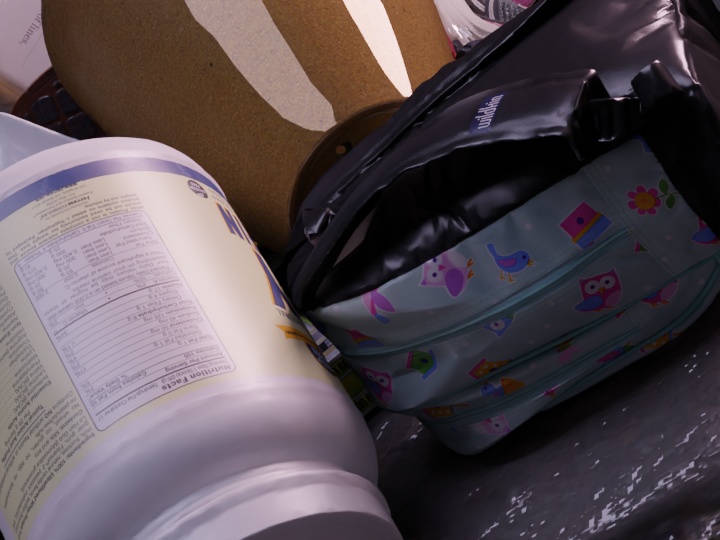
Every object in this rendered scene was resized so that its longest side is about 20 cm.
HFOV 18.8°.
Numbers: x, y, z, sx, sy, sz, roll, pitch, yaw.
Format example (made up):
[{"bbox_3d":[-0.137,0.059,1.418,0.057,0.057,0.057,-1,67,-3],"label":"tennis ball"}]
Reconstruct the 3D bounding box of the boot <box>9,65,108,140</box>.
[{"bbox_3d":[-0.103,-0.116,1.244,0.199,0.075,0.097,-23,8,3],"label":"boot"}]

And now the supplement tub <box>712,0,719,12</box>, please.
[{"bbox_3d":[0.174,-0.189,0.974,0.132,0.132,0.200,-33,23,25],"label":"supplement tub"}]

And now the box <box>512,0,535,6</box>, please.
[{"bbox_3d":[0.050,-0.215,1.284,0.176,0.097,0.200,-46,21,-5],"label":"box"}]

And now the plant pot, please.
[{"bbox_3d":[-0.030,-0.090,1.017,0.186,0.186,0.200,-42,43,4],"label":"plant pot"}]

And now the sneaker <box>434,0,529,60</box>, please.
[{"bbox_3d":[0.080,-0.093,1.058,0.074,0.081,0.200,-15,22,-6],"label":"sneaker"}]

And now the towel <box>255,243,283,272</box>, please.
[{"bbox_3d":[-0.122,0.039,1.074,0.199,0.023,0.153,-31,7,30],"label":"towel"}]

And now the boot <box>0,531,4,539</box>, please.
[{"bbox_3d":[-0.132,0.093,1.085,0.200,0.074,0.155,-38,15,0],"label":"boot"}]

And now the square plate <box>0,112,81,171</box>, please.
[{"bbox_3d":[-0.196,0.018,1.081,0.201,0.028,0.198,-56,31,-9],"label":"square plate"}]

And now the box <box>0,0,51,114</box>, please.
[{"bbox_3d":[-0.176,-0.178,1.357,0.201,0.130,0.199,-61,23,-11],"label":"box"}]

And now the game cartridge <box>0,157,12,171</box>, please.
[{"bbox_3d":[-0.231,0.019,1.236,0.176,0.032,0.201,34,112,48],"label":"game cartridge"}]

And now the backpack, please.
[{"bbox_3d":[0.067,-0.022,0.866,0.200,0.127,0.167,-35,18,20],"label":"backpack"}]

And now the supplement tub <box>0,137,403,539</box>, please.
[{"bbox_3d":[-0.081,0.061,0.858,0.145,0.145,0.200,-40,56,9],"label":"supplement tub"}]

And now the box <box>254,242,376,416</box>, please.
[{"bbox_3d":[0.000,0.000,1.064,0.110,0.035,0.200,-40,22,9],"label":"box"}]
